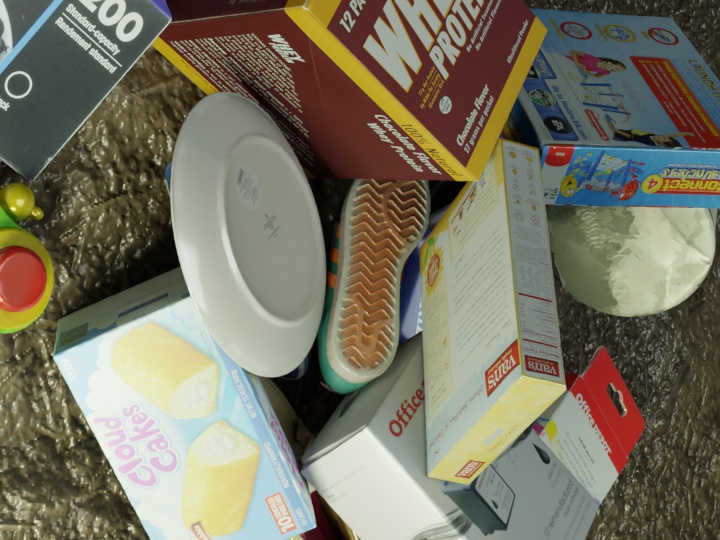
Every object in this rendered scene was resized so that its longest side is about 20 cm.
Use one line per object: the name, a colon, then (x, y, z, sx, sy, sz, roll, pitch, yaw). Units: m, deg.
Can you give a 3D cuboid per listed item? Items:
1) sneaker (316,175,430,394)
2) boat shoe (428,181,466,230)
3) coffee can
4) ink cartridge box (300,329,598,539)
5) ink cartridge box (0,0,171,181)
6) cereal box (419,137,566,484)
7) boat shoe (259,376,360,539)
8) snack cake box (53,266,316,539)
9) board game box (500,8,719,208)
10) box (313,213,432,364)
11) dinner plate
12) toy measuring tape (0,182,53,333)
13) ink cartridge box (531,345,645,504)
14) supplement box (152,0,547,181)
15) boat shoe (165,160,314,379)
sneaker: (0.000, 0.000, 1.110, 0.071, 0.080, 0.202, 22, 63, -16)
boat shoe: (0.113, -0.089, 1.239, 0.201, 0.071, 0.065, -51, 129, -20)
coffee can: (0.244, -0.073, 1.256, 0.201, 0.144, 0.148, -61, 134, -58)
ink cartridge box: (0.070, 0.164, 1.074, 0.200, 0.086, 0.147, 49, 40, -9)
ink cartridge box: (-0.217, -0.190, 0.899, 0.201, 0.043, 0.198, -51, 129, -2)
cereal box: (0.088, 0.029, 1.007, 0.039, 0.144, 0.202, 13, 53, -19)
boat shoe: (-0.050, 0.157, 1.108, 0.074, 0.069, 0.202, -43, 120, -32)
snack cake box: (-0.122, 0.108, 1.005, 0.114, 0.067, 0.202, -23, 113, 1)
board game box: (0.193, -0.132, 1.133, 0.193, 0.201, 0.056, 1, 130, -18)
box: (0.067, 0.030, 1.176, 0.197, 0.032, 0.123, 10, 86, -17)
dinner plate: (-0.068, -0.028, 0.998, 0.200, 0.024, 0.203, 37, 46, -52)
toy measuring tape: (-0.247, 0.041, 0.922, 0.073, 0.073, 0.203, 28, 74, -40)
ink cartridge box: (0.173, 0.174, 1.314, 0.201, 0.067, 0.117, -51, 124, -27)
supplement box: (-0.014, -0.174, 1.029, 0.197, 0.199, 0.134, 40, 68, -36)
boat shoe: (-0.073, -0.013, 1.074, 0.072, 0.071, 0.202, -45, 126, -40)
